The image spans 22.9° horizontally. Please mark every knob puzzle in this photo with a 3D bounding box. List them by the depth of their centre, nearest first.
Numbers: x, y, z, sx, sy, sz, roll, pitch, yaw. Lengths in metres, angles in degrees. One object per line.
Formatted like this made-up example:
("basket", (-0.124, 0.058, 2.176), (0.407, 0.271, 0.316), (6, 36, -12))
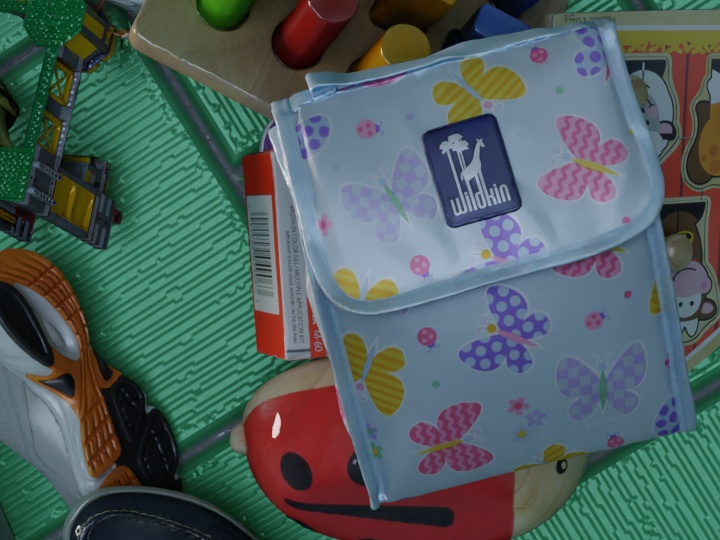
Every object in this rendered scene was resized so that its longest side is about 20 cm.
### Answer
("knob puzzle", (0.173, -0.038, 0.946), (0.219, 0.030, 0.220), (-6, 102, -30))

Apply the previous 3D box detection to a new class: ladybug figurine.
("ladybug figurine", (0.026, 0.105, 0.975), (0.200, 0.072, 0.136), (1, 136, 6))

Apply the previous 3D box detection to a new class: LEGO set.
("LEGO set", (-0.212, -0.084, 1.009), (0.200, 0.116, 0.154), (-3, 74, 18))

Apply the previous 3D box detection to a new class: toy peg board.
("toy peg board", (0.020, -0.165, 0.892), (0.199, 0.098, 0.200), (27, 72, -10))

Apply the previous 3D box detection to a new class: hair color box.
("hair color box", (0.043, -0.016, 0.962), (0.200, 0.064, 0.111), (-6, 94, -19))

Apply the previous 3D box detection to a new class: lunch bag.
("lunch bag", (0.056, -0.007, 0.841), (0.169, 0.127, 0.200), (-13, 113, -2))

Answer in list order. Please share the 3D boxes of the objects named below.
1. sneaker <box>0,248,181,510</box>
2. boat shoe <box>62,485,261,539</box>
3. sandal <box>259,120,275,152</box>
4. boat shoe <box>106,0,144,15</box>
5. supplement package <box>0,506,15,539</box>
("sneaker", (-0.181, 0.084, 1.031), (0.092, 0.076, 0.200), (-19, 104, 36))
("boat shoe", (-0.074, 0.186, 0.992), (0.200, 0.062, 0.075), (36, 95, -20))
("sandal", (0.007, -0.004, 1.008), (0.082, 0.050, 0.203), (-26, 91, 6))
("boat shoe", (-0.175, -0.204, 1.003), (0.200, 0.067, 0.074), (24, 96, 3))
("supplement package", (-0.274, 0.147, 1.013), (0.109, 0.114, 0.200), (-21, 91, 5))
